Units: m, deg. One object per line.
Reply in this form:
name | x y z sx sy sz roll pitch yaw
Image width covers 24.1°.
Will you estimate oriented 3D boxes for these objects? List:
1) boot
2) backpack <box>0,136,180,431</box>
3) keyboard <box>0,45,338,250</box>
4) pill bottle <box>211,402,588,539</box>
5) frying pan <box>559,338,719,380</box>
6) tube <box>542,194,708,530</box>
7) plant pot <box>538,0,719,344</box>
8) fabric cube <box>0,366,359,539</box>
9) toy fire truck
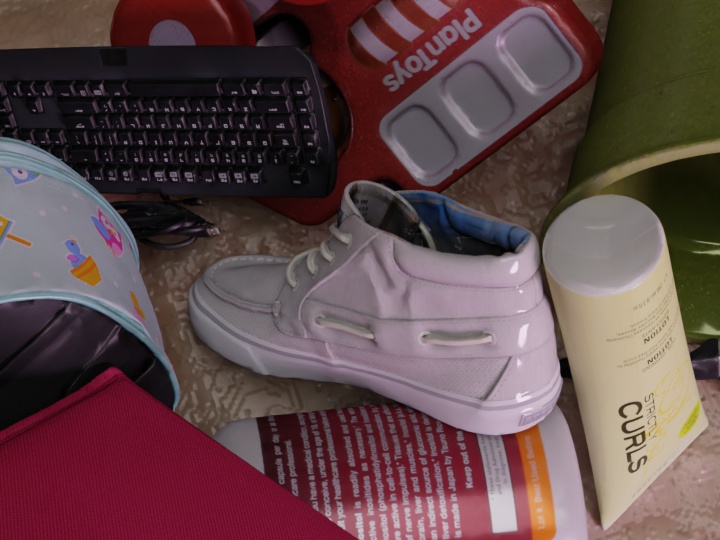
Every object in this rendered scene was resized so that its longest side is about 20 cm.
boot | 0.000 0.000 0.753 0.199 0.096 0.074 13 36 31
backpack | -0.183 0.030 0.711 0.199 0.176 0.154 -20 57 11
keyboard | -0.104 -0.049 0.768 0.198 0.105 0.040 2 37 26
pill bottle | -0.006 0.118 0.755 0.198 0.113 0.114 -5 77 -7
frying pan | 0.203 0.055 0.822 0.115 0.189 0.031 49 43 -35
tube | 0.123 0.045 0.754 0.057 0.201 0.052 -8 53 11
plant pot | 0.186 -0.091 0.803 0.198 0.200 0.192 6 63 -4
fabric cube | -0.094 0.190 0.600 0.199 0.201 0.196 32 32 21
toy fire truck | -0.008 -0.101 0.789 0.200 0.112 0.168 -37 94 28
